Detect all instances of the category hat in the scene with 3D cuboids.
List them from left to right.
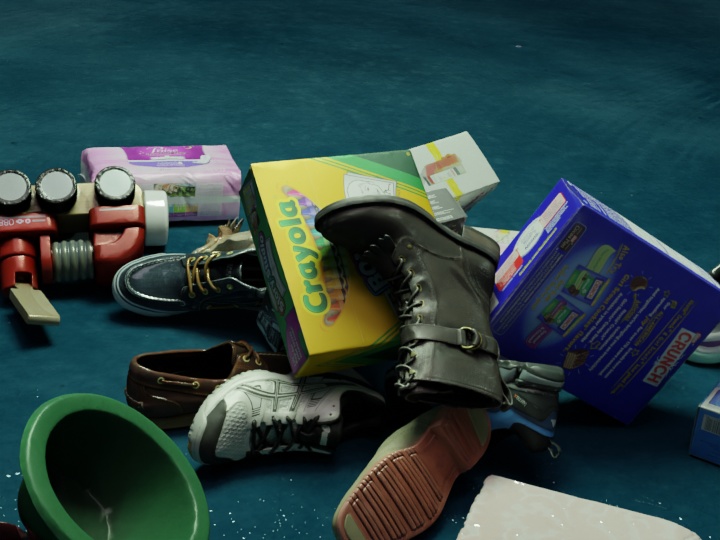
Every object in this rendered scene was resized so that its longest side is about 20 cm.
[{"bbox_3d":[-0.249,0.209,1.007,0.200,0.176,0.166,46,27,-3],"label":"hat"}]

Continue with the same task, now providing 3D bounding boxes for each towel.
[{"bbox_3d":[0.166,0.245,0.994,0.191,0.032,0.200,12,25,17],"label":"towel"}]

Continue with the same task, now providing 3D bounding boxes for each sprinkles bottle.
[{"bbox_3d":[-0.334,-0.063,1.510,0.200,0.068,0.068,-1,25,-12],"label":"sprinkles bottle"}]

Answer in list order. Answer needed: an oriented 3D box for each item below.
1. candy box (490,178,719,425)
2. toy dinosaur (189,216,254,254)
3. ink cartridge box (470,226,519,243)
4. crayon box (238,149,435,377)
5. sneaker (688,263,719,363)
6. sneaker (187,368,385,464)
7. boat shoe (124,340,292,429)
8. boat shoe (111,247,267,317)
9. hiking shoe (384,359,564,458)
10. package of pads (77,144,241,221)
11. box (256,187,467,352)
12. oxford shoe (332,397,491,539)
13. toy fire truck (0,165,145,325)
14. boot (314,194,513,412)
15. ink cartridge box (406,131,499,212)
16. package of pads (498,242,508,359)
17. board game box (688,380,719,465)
[{"bbox_3d":[0.228,0.034,1.209,0.200,0.169,0.077,30,19,-21],"label":"candy box"},{"bbox_3d":[-0.095,-0.022,1.470,0.200,0.136,0.086,23,61,-14],"label":"toy dinosaur"},{"bbox_3d":[0.175,0.003,1.470,0.200,0.068,0.117,5,25,4],"label":"ink cartridge box"},{"bbox_3d":[-0.006,-0.012,1.188,0.172,0.058,0.200,-8,66,-27],"label":"crayon box"},{"bbox_3d":[0.449,0.031,1.376,0.200,0.140,0.078,-2,26,-15],"label":"sneaker"},{"bbox_3d":[-0.061,0.133,1.136,0.200,0.076,0.088,-19,36,-39],"label":"sneaker"},{"bbox_3d":[-0.126,0.103,1.197,0.200,0.070,0.070,-7,26,-27],"label":"boat shoe"},{"bbox_3d":[-0.165,0.006,1.349,0.200,0.071,0.091,-1,-15,-15],"label":"boat shoe"},{"bbox_3d":[0.098,0.128,1.179,0.200,0.087,0.074,-2,-10,44],"label":"hiking shoe"},{"bbox_3d":[-0.262,-0.114,1.625,0.200,0.076,0.121,-3,28,-18],"label":"package of pads"},{"bbox_3d":[0.000,0.000,1.319,0.200,0.158,0.050,-15,54,-29],"label":"box"},{"bbox_3d":[0.036,0.182,1.085,0.074,0.071,0.200,-21,8,47],"label":"oxford shoe"},{"bbox_3d":[-0.324,-0.013,1.377,0.176,0.129,0.200,-3,65,-14],"label":"toy fire truck"},{"bbox_3d":[0.048,0.032,1.106,0.200,0.069,0.174,15,57,-14],"label":"boot"},{"bbox_3d":[0.051,-0.084,1.527,0.200,0.145,0.083,-21,77,-45],"label":"ink cartridge box"},{"bbox_3d":[0.202,0.034,1.324,0.200,0.121,0.076,3,15,-3],"label":"package of pads"},{"bbox_3d":[0.452,0.150,1.223,0.200,0.056,0.196,19,28,28],"label":"board game box"}]
